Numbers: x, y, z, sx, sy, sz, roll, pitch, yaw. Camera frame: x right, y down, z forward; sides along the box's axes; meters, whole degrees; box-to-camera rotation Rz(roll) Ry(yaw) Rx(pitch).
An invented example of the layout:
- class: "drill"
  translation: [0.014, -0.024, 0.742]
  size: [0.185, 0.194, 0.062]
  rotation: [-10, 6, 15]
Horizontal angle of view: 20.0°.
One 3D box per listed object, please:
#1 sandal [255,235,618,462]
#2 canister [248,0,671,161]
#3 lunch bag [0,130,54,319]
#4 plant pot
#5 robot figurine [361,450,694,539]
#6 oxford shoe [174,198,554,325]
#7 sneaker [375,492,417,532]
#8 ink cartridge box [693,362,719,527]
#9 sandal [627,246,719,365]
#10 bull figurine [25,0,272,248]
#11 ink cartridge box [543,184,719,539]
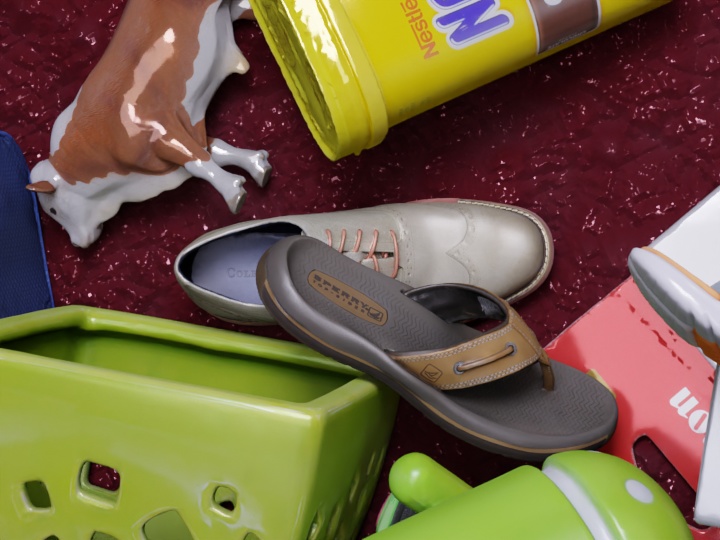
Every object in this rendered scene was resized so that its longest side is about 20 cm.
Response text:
- class: "sandal"
  translation: [0.045, 0.031, 1.010]
  size: [0.200, 0.082, 0.055]
  rotation: [31, 123, -7]
- class: "canister"
  translation: [0.046, -0.163, 1.030]
  size: [0.200, 0.087, 0.149]
  rotation: [-25, 85, -9]
- class: "lunch bag"
  translation: [-0.259, 0.003, 1.059]
  size: [0.132, 0.200, 0.136]
  rotation: [-9, 91, 15]
- class: "plant pot"
  translation: [-0.100, 0.127, 1.025]
  size: [0.199, 0.200, 0.182]
  rotation: [9, 97, 13]
- class: "robot figurine"
  translation: [0.069, 0.157, 0.941]
  size: [0.200, 0.175, 0.116]
  rotation: [-23, 119, -12]
- class: "oxford shoe"
  translation: [0.000, 0.000, 1.066]
  size: [0.200, 0.074, 0.071]
  rotation: [-8, 85, 12]
- class: "sneaker"
  translation: [0.054, 0.199, 1.029]
  size: [0.084, 0.077, 0.200]
  rotation: [-15, 60, -2]
- class: "ink cartridge box"
  translation: [0.257, 0.091, 0.925]
  size: [0.200, 0.146, 0.083]
  rotation: [9, 85, 11]
- class: "sandal"
  translation: [0.204, 0.038, 0.833]
  size: [0.206, 0.079, 0.059]
  rotation: [33, 86, 5]
- class: "bull figurine"
  translation: [-0.098, -0.096, 1.097]
  size: [0.121, 0.065, 0.200]
  rotation: [23, 93, 9]
- class: "ink cartridge box"
  translation: [0.203, 0.071, 1.034]
  size: [0.176, 0.045, 0.200]
  rotation: [-41, 80, 7]
